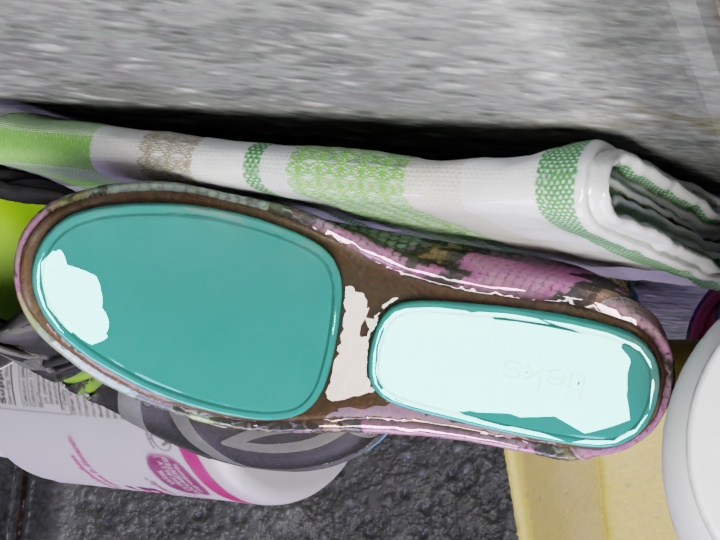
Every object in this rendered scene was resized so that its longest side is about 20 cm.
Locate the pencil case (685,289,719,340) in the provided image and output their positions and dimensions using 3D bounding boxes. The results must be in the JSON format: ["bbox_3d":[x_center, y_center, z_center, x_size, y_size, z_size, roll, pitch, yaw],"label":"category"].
[{"bbox_3d":[0.170,0.044,1.144,0.088,0.089,0.200,5,175,10],"label":"pencil case"}]

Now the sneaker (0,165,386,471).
[{"bbox_3d":[-0.081,0.015,0.929,0.199,0.071,0.083,24,-172,-4],"label":"sneaker"}]

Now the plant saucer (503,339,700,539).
[{"bbox_3d":[0.157,0.084,1.032,0.199,0.049,0.200,-1,141,9],"label":"plant saucer"}]

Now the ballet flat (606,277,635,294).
[{"bbox_3d":[0.000,0.000,1.006,0.199,0.068,0.075,3,-165,18],"label":"ballet flat"}]

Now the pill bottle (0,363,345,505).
[{"bbox_3d":[-0.101,0.041,1.286,0.200,0.114,0.113,3,174,42],"label":"pill bottle"}]

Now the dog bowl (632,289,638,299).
[{"bbox_3d":[0.052,0.037,1.302,0.111,0.050,0.200,8,167,-30],"label":"dog bowl"}]

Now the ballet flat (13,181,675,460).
[{"bbox_3d":[-0.006,0.012,0.855,0.199,0.069,0.071,10,-165,-12],"label":"ballet flat"}]

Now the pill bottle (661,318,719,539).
[{"bbox_3d":[0.143,0.056,0.836,0.109,0.110,0.200,5,174,10],"label":"pill bottle"}]

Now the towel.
[{"bbox_3d":[0.006,-0.027,0.876,0.199,0.031,0.149,7,174,25],"label":"towel"}]

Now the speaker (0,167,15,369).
[{"bbox_3d":[-0.197,-0.002,1.091,0.081,0.081,0.200,10,175,-38],"label":"speaker"}]
